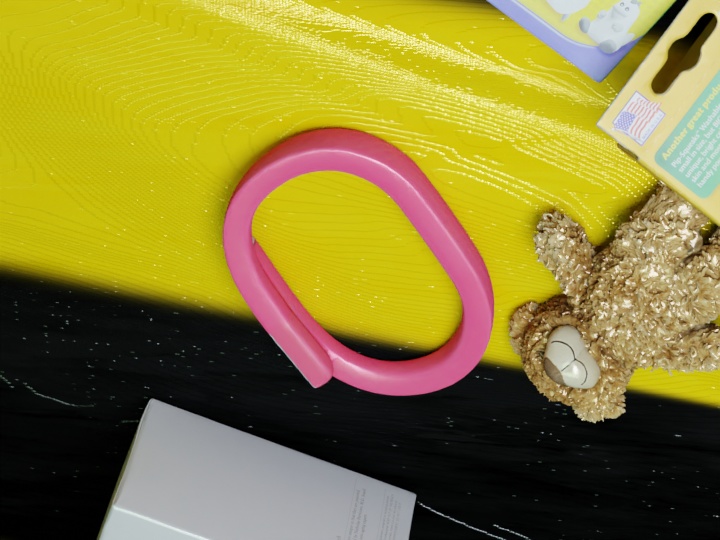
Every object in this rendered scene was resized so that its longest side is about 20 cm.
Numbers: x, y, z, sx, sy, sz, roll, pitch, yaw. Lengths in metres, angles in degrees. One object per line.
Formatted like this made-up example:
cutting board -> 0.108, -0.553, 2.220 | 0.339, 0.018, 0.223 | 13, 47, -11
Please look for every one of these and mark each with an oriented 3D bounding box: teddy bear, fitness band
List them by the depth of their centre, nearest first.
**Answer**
teddy bear -> 0.175, 0.015, 1.204 | 0.199, 0.067, 0.145 | -27, 113, 21
fitness band -> 0.000, 0.000, 1.242 | 0.143, 0.038, 0.200 | -28, 115, 20

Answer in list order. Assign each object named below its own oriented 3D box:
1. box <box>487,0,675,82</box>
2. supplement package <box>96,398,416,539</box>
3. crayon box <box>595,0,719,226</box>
box -> 0.153, -0.213, 1.077 | 0.117, 0.048, 0.200 | 33, 119, -13
supplement package -> -0.079, 0.196, 1.323 | 0.199, 0.120, 0.122 | 20, 124, -5
crayon box -> 0.241, -0.079, 1.119 | 0.200, 0.052, 0.126 | 36, 96, -15
